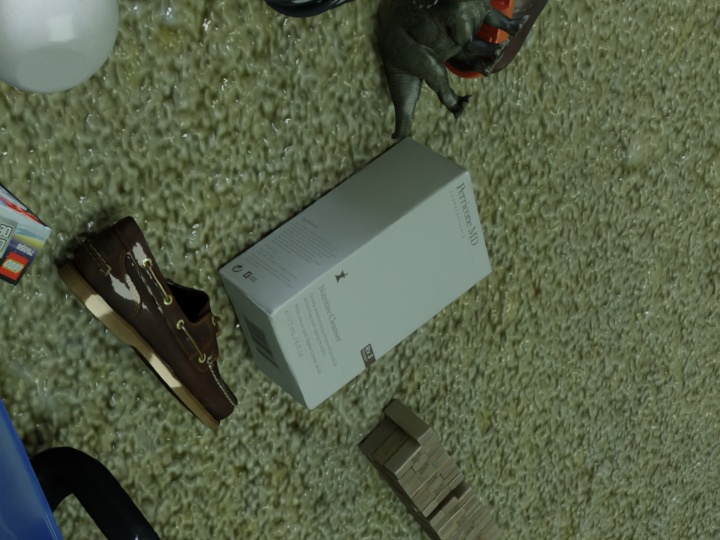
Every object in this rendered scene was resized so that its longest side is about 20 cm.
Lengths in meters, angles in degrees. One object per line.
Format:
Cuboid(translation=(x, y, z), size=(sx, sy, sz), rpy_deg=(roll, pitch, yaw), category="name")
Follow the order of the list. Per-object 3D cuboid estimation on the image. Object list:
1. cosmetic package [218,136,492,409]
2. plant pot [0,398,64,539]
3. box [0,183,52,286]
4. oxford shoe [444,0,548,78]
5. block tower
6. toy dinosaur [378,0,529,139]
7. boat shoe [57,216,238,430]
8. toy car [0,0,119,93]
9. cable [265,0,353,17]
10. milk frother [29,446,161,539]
Cuboid(translation=(0.000, 0.000, 1.187), size=(0.199, 0.081, 0.113), rpy_deg=(-36, 133, -18), category="cosmetic package")
Cuboid(translation=(-0.308, 0.105, 0.893), size=(0.179, 0.200, 0.201), rpy_deg=(-28, 133, -18), category="plant pot")
Cuboid(translation=(-0.267, -0.073, 0.806), size=(0.137, 0.200, 0.040), rpy_deg=(31, 94, -47), category="box")
Cuboid(translation=(0.119, -0.246, 1.158), size=(0.072, 0.071, 0.201), rpy_deg=(-15, 134, -51), category="oxford shoe")
Cuboid(translation=(0.065, 0.201, 1.396), size=(0.058, 0.054, 0.201), rpy_deg=(-44, 137, -12), category="block tower")
Cuboid(translation=(0.057, -0.178, 1.123), size=(0.077, 0.102, 0.200), rpy_deg=(-53, 179, -33), category="toy dinosaur")
Cuboid(translation=(-0.136, 0.042, 1.096), size=(0.070, 0.070, 0.200), rpy_deg=(-42, 137, -7), category="boat shoe")
Cuboid(translation=(-0.235, -0.177, 0.825), size=(0.149, 0.176, 0.199), rpy_deg=(-31, 149, 31), category="toy car")
Cuboid(translation=(-0.046, -0.263, 1.008), size=(0.199, 0.051, 0.164), rpy_deg=(28, 103, -44), category="cable")
Cuboid(translation=(-0.206, 0.251, 1.079), size=(0.180, 0.188, 0.201), rpy_deg=(-38, 136, -17), category="milk frother")
